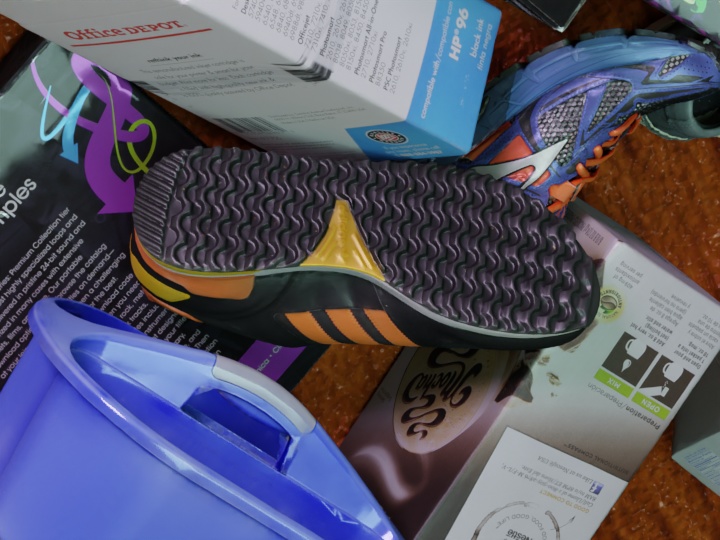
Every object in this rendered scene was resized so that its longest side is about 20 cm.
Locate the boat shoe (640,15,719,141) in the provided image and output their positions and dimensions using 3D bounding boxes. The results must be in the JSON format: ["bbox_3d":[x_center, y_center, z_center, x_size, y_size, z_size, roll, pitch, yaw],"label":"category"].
[{"bbox_3d":[0.214,-0.119,1.265,0.199,0.062,0.073,-31,113,-8],"label":"boat shoe"}]

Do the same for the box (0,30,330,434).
[{"bbox_3d":[-0.110,0.002,1.210,0.143,0.036,0.200,-48,118,1],"label":"box"}]

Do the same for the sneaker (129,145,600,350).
[{"bbox_3d":[0.000,0.000,1.169,0.199,0.090,0.070,10,66,-5],"label":"sneaker"}]

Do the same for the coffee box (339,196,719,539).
[{"bbox_3d":[0.067,0.068,1.254,0.080,0.113,0.201,30,97,-26],"label":"coffee box"}]

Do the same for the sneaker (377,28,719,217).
[{"bbox_3d":[0.073,-0.043,1.205,0.199,0.075,0.079,-27,81,18],"label":"sneaker"}]

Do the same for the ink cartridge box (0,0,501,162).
[{"bbox_3d":[-0.054,-0.110,1.114,0.199,0.116,0.068,25,72,-39],"label":"ink cartridge box"}]

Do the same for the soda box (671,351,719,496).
[{"bbox_3d":[0.237,0.039,1.271,0.063,0.069,0.200,36,133,-26],"label":"soda box"}]

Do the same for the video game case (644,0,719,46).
[{"bbox_3d":[0.184,-0.193,1.173,0.181,0.036,0.201,30,98,-6],"label":"video game case"}]

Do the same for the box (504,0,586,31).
[{"bbox_3d":[0.002,-0.200,1.086,0.200,0.164,0.086,34,92,-35],"label":"box"}]

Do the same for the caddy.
[{"bbox_3d":[-0.068,0.088,1.155,0.199,0.141,0.105,33,99,-22],"label":"caddy"}]
